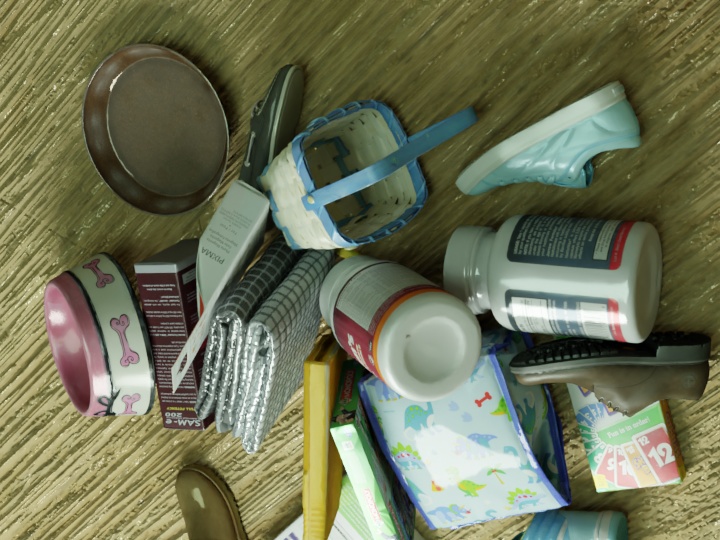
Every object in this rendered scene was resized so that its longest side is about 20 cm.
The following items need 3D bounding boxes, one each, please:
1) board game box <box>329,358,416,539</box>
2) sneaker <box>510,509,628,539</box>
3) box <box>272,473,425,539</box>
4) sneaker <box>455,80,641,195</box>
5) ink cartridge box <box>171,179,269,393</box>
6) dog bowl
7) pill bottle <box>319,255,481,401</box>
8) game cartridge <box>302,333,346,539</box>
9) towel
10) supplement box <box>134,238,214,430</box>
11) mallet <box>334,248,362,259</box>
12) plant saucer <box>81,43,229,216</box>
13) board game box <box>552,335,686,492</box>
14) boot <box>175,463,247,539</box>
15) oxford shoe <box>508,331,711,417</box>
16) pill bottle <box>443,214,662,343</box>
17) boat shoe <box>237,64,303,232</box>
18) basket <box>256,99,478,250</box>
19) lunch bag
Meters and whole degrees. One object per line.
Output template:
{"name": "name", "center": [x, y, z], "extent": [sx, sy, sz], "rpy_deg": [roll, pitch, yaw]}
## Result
{"name": "board game box", "center": [0.018, 0.213, 1.524], "extent": [0.029, 0.135, 0.201], "rpy_deg": [-13, 115, 13]}
{"name": "sneaker", "center": [0.220, 0.349, 1.530], "extent": [0.130, 0.079, 0.201], "rpy_deg": [7, 100, 22]}
{"name": "box", "center": [-0.021, 0.343, 1.673], "extent": [0.144, 0.036, 0.200], "rpy_deg": [48, 122, 5]}
{"name": "sneaker", "center": [0.187, -0.108, 1.393], "extent": [0.200, 0.074, 0.082], "rpy_deg": [-28, 90, 32]}
{"name": "ink cartridge box", "center": [-0.163, 0.019, 1.464], "extent": [0.057, 0.163, 0.200], "rpy_deg": [33, 75, 2]}
{"name": "dog bowl", "center": [-0.312, 0.083, 1.649], "extent": [0.200, 0.074, 0.201], "rpy_deg": [39, 137, 50]}
{"name": "pill bottle", "center": [0.034, 0.052, 1.421], "extent": [0.200, 0.109, 0.110], "rpy_deg": [-147, 50, -64]}
{"name": "game cartridge", "center": [-0.040, 0.181, 1.527], "extent": [0.032, 0.176, 0.201], "rpy_deg": [4, 97, 5]}
{"name": "towel", "center": [-0.104, 0.072, 1.525], "extent": [0.085, 0.166, 0.200], "rpy_deg": [23, 131, 10]}
{"name": "supplement box", "center": [-0.194, 0.073, 1.625], "extent": [0.061, 0.109, 0.201], "rpy_deg": [-2, 105, 26]}
{"name": "mallet", "center": [0.000, 0.000, 1.547], "extent": [0.200, 0.041, 0.066], "rpy_deg": [38, 120, 6]}
{"name": "plant saucer", "center": [-0.229, -0.162, 1.606], "extent": [0.200, 0.034, 0.201], "rpy_deg": [9, 111, 25]}
{"name": "board game box", "center": [0.268, 0.132, 1.462], "extent": [0.095, 0.030, 0.201], "rpy_deg": [-12, 99, 29]}
{"name": "boot", "center": [-0.211, 0.345, 1.671], "extent": [0.066, 0.200, 0.176], "rpy_deg": [-28, 93, 31]}
{"name": "oxford shoe", "center": [0.248, 0.109, 1.395], "extent": [0.199, 0.073, 0.085], "rpy_deg": [0, 104, 6]}
{"name": "pill bottle", "center": [0.191, 0.004, 1.402], "extent": [0.199, 0.120, 0.120], "rpy_deg": [5, 109, 25]}
{"name": "boat shoe", "center": [-0.109, -0.136, 1.536], "extent": [0.057, 0.067, 0.201], "rpy_deg": [20, 118, 14]}
{"name": "basket", "center": [0.008, -0.104, 1.430], "extent": [0.200, 0.176, 0.139], "rpy_deg": [-26, 93, 50]}
{"name": "lunch bag", "center": [0.119, 0.173, 1.490], "extent": [0.170, 0.127, 0.201], "rpy_deg": [-16, 99, 30]}
